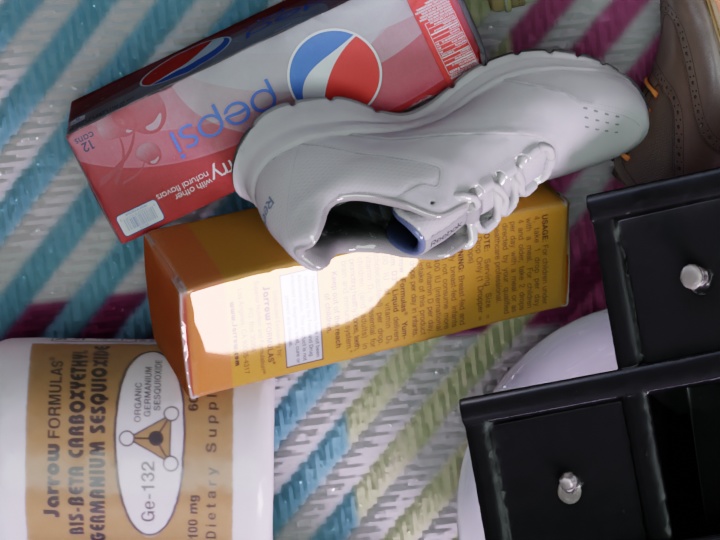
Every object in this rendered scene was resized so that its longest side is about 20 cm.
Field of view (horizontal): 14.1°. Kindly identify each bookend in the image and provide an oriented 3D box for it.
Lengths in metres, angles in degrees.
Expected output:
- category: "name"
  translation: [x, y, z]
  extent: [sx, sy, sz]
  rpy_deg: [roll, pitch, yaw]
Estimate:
- category: "bookend"
  translation: [0.131, 0.045, 1.369]
  extent: [0.198, 0.092, 0.201]
  rpy_deg: [-11, 85, 25]

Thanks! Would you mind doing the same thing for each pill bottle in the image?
- category: "pill bottle"
  translation: [-0.142, 0.090, 1.438]
  extent: [0.199, 0.114, 0.115]
  rpy_deg: [0, 107, -2]

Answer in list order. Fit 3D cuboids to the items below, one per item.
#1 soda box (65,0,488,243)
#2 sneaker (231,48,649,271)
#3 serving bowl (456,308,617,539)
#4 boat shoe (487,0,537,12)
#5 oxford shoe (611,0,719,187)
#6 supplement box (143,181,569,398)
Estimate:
- category: "soda box"
  translation: [-0.041, -0.089, 1.410]
  extent: [0.200, 0.070, 0.064]
  rpy_deg: [-24, 107, 5]
- category: "sneaker"
  translation: [0.044, -0.043, 1.362]
  extent: [0.199, 0.087, 0.075]
  rpy_deg: [-15, 135, -8]
- category: "serving bowl"
  translation: [0.151, 0.120, 1.452]
  extent: [0.200, 0.066, 0.201]
  rpy_deg: [-5, 78, 25]
- category: "boat shoe"
  translation: [0.055, -0.218, 1.374]
  extent: [0.063, 0.073, 0.200]
  rpy_deg: [-24, 107, 3]
- category: "oxford shoe"
  translation: [0.156, -0.072, 1.424]
  extent: [0.073, 0.071, 0.201]
  rpy_deg: [-7, 107, 6]
- category: "supplement box"
  translation: [0.000, 0.000, 1.408]
  extent: [0.199, 0.067, 0.069]
  rpy_deg: [-14, 121, -15]
